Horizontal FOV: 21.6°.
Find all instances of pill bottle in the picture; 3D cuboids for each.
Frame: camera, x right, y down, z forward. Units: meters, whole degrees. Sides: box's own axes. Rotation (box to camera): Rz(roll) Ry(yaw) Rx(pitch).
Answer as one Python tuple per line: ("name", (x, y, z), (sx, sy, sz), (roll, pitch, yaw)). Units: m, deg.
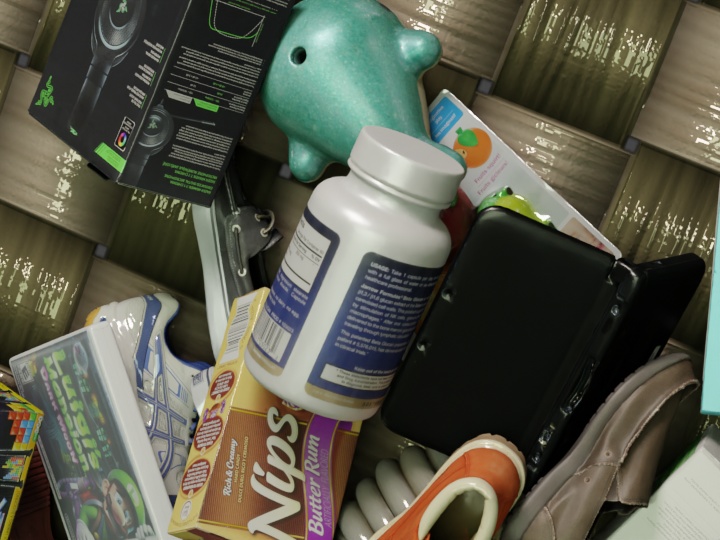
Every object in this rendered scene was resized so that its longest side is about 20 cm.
("pill bottle", (0.000, 0.000, 1.386), (0.111, 0.111, 0.200), (28, 106, 12))

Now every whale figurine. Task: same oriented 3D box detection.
("whale figurine", (-0.004, -0.128, 1.457), (0.159, 0.104, 0.200), (-41, 63, 17))

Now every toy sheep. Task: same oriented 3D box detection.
("toy sheep", (0.050, 0.206, 1.478), (0.200, 0.138, 0.138), (-34, 85, -1))

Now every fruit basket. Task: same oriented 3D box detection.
("fruit basket", (0.074, -0.010, 1.473), (0.200, 0.094, 0.185), (44, 104, 12))

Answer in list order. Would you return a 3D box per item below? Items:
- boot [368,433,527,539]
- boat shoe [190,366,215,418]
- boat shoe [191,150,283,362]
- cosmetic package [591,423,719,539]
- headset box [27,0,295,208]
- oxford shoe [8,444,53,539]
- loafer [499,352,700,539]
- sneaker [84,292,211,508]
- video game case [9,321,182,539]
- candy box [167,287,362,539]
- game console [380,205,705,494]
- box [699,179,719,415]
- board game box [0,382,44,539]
("boot", (0.042, 0.212, 1.365), (0.075, 0.107, 0.200), (34, 106, 2))
("boat shoe", (-0.067, 0.163, 1.528), (0.065, 0.074, 0.200), (-25, 104, 10))
("boat shoe", (-0.095, -0.020, 1.533), (0.066, 0.070, 0.200), (-5, 94, 10))
("cosmetic package", (0.224, 0.222, 1.441), (0.085, 0.108, 0.200), (46, 103, 6))
("headset box", (-0.162, -0.165, 1.484), (0.174, 0.093, 0.200), (37, 108, 48))
("oxford shoe", (-0.307, 0.211, 1.613), (0.075, 0.070, 0.200), (-21, 80, 35))
("loafer", (0.189, 0.148, 1.393), (0.071, 0.073, 0.200), (39, 85, 18))
("sneaker", (-0.156, 0.116, 1.556), (0.088, 0.075, 0.200), (-20, 96, -6))
("video game case", (-0.219, 0.151, 1.548), (0.182, 0.023, 0.200), (-20, 88, 57))
("candy box", (-0.065, 0.128, 1.469), (0.117, 0.056, 0.200), (26, 65, -24))
("game console", (0.139, 0.053, 1.416), (0.116, 0.176, 0.200), (38, 117, 26))
("box", (0.291, 0.007, 1.416), (0.049, 0.082, 0.200), (5, 96, 15))
("board game box", (-0.359, 0.156, 1.580), (0.200, 0.057, 0.165), (26, 101, 44))
